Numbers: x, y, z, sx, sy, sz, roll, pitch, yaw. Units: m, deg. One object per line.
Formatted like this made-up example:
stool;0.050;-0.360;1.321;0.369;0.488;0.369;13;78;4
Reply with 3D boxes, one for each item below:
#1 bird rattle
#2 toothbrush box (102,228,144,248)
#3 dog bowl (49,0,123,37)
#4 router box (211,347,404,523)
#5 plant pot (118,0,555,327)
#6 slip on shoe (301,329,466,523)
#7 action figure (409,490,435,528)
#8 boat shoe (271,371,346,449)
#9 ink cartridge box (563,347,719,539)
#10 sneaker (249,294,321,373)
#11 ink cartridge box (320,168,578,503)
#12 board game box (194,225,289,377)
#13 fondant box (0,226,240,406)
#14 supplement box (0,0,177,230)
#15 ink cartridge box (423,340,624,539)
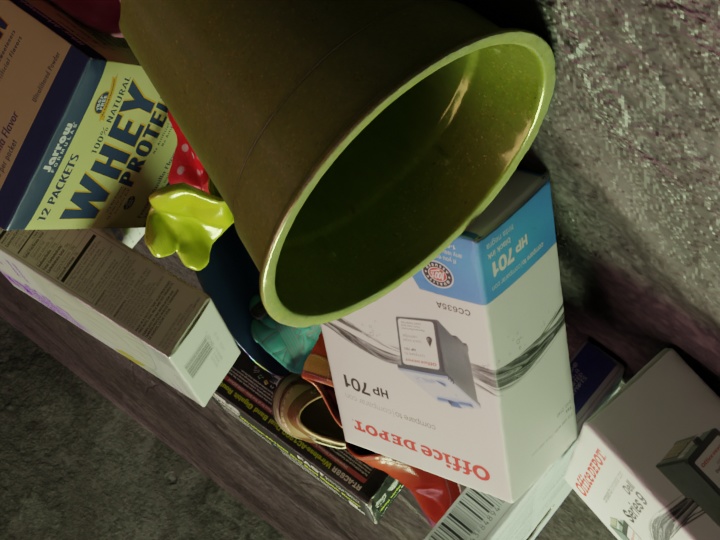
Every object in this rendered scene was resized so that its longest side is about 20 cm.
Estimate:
bird rattle;-0.084;-0.097;1.099;0.201;0.111;0.165;-94;3;-55
toothbrush box;-0.240;-0.122;1.366;0.199;0.146;0.086;36;165;17
dog bowl;-0.187;-0.235;1.066;0.199;0.074;0.200;36;164;12
router box;-0.019;0.104;1.460;0.199;0.150;0.062;34;165;22
plant pot;-0.030;-0.107;0.886;0.190;0.199;0.200;47;168;23
slip on shoe;0.019;0.122;1.209;0.074;0.061;0.201;11;140;52
action figure;0.067;0.191;1.531;0.201;0.149;0.134;58;155;-12
boat shoe;0.029;0.119;1.349;0.198;0.077;0.074;-2;-172;-13
ink cartridge box;0.234;0.167;1.092;0.200;0.084;0.146;48;166;17
sneaker;-0.030;0.022;1.311;0.083;0.121;0.200;41;164;-5
ink cartridge box;0.051;0.030;1.053;0.145;0.086;0.202;15;129;36
board game box;-0.112;0.006;1.388;0.159;0.039;0.201;56;-160;-27
fondant box;-0.196;0.016;1.266;0.199;0.059;0.144;32;167;15
supplement box;-0.241;-0.138;1.197;0.199;0.135;0.199;35;-165;19
ink cartridge box;0.116;0.165;1.219;0.043;0.197;0.200;36;164;15
